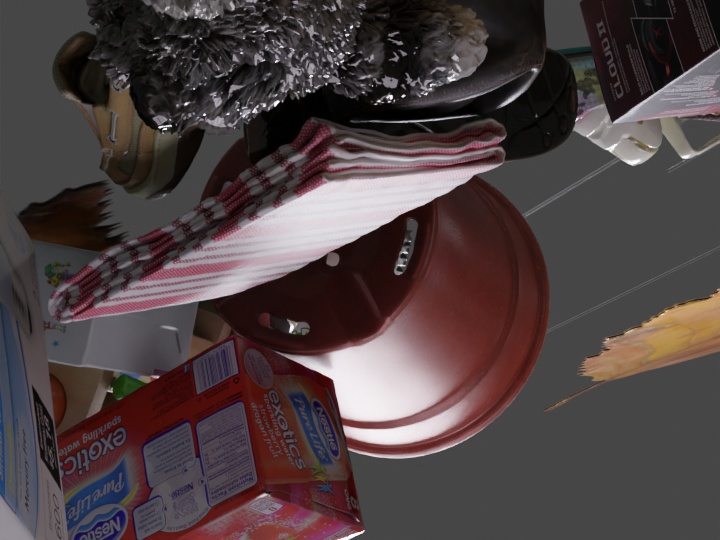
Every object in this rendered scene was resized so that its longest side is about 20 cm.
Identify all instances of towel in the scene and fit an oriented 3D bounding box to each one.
[{"bbox_3d":[-0.041,-0.026,0.908,0.199,0.030,0.146,-26,169,36],"label":"towel"}]

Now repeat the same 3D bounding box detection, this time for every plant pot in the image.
[{"bbox_3d":[0.000,0.000,1.143,0.199,0.202,0.195,-16,162,12],"label":"plant pot"}]

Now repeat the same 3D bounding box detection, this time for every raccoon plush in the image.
[{"bbox_3d":[-0.019,-0.128,0.720,0.199,0.097,0.134,-14,165,-31],"label":"raccoon plush"}]

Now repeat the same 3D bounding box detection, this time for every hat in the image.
[{"bbox_3d":[0.034,-0.111,0.871,0.199,0.082,0.201,-13,168,-3],"label":"hat"}]

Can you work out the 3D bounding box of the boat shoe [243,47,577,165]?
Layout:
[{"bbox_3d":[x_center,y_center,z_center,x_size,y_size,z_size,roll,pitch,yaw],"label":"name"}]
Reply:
[{"bbox_3d":[0.024,-0.082,1.016,0.199,0.076,0.074,-9,-163,-31],"label":"boat shoe"}]

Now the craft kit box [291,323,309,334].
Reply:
[{"bbox_3d":[-0.077,0.051,1.508,0.196,0.049,0.200,-6,-174,-25],"label":"craft kit box"}]

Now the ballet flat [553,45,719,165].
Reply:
[{"bbox_3d":[0.183,-0.102,1.134,0.199,0.072,0.069,-8,168,-29],"label":"ballet flat"}]

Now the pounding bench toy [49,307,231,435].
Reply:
[{"bbox_3d":[-0.154,0.070,1.176,0.199,0.125,0.156,19,176,25],"label":"pounding bench toy"}]

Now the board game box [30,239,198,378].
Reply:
[{"bbox_3d":[-0.208,0.012,1.035,0.198,0.065,0.147,11,175,16],"label":"board game box"}]

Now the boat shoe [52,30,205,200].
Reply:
[{"bbox_3d":[-0.107,-0.090,0.877,0.076,0.072,0.200,13,160,-14],"label":"boat shoe"}]

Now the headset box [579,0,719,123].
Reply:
[{"bbox_3d":[0.218,-0.142,0.964,0.148,0.076,0.200,-9,168,-24],"label":"headset box"}]

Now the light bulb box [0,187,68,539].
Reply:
[{"bbox_3d":[-0.217,0.026,0.792,0.124,0.199,0.200,-14,148,1],"label":"light bulb box"}]

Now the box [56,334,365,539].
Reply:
[{"bbox_3d":[-0.107,0.132,1.055,0.199,0.100,0.095,-30,145,25],"label":"box"}]

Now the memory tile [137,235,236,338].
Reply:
[{"bbox_3d":[-0.163,0.056,1.284,0.199,0.154,0.017,-16,159,20],"label":"memory tile"}]

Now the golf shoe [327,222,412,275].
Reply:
[{"bbox_3d":[-0.040,-0.007,1.336,0.088,0.078,0.200,4,160,-37],"label":"golf shoe"}]

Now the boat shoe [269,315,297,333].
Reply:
[{"bbox_3d":[-0.139,0.043,1.341,0.199,0.074,0.075,-4,142,34],"label":"boat shoe"}]
